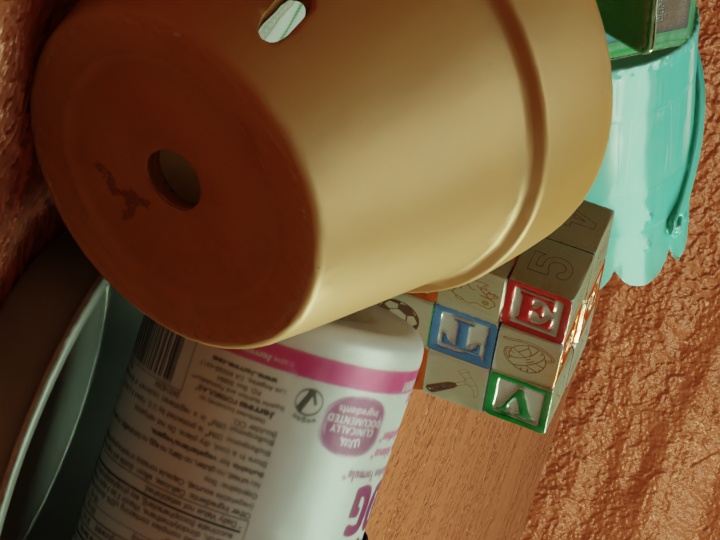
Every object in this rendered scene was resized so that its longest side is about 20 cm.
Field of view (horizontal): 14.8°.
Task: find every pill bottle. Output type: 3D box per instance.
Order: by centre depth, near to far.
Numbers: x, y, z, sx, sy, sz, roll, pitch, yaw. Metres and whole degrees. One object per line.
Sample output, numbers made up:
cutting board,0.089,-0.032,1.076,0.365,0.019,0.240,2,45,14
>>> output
pill bottle,-0.056,0.103,1.130,0.113,0.113,0.201,-20,129,-77

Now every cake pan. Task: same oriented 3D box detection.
cake pan,-0.125,0.069,1.130,0.200,0.037,0.201,19,90,-80

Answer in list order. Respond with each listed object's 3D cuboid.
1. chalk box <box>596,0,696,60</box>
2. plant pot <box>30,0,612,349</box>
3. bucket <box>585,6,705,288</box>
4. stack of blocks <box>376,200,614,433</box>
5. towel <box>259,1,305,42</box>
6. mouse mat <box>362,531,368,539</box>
chalk box,0.060,-0.156,1.108,0.200,0.123,0.125,-126,-149,-49
plant pot,-0.026,-0.062,1.028,0.140,0.200,0.200,-39,151,-41
bucket,0.093,-0.092,1.539,0.207,0.207,0.135,-55,155,-55
stack of blocks,0.000,0.000,1.199,0.115,0.199,0.059,97,16,-47
towel,-0.027,-0.121,1.308,0.200,0.031,0.149,99,14,-45
mouse mat,-0.044,0.222,1.183,0.161,0.008,0.200,-76,-168,-46
